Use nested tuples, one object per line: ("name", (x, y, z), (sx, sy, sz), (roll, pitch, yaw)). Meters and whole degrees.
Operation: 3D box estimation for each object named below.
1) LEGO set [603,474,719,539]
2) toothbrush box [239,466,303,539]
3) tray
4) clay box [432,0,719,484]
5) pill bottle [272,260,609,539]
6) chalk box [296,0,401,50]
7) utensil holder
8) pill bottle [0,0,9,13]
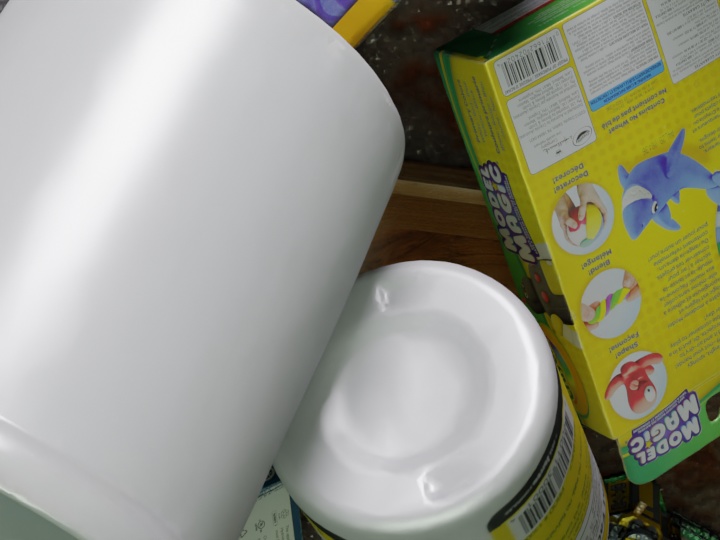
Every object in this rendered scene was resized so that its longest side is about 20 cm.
("LEGO set", (0.156, 0.201, 0.950), (0.199, 0.116, 0.154), (35, 115, -10))
("toothbrush box", (-0.107, 0.129, 0.904), (0.085, 0.199, 0.148), (-21, 118, -30))
("tray", (0.000, 0.000, 0.915), (0.198, 0.037, 0.099), (8, 110, 3))
("clay box", (0.116, -0.023, 0.857), (0.114, 0.048, 0.201), (-29, 114, -20))
("pill bottle", (0.040, 0.090, 0.844), (0.113, 0.115, 0.200), (-9, 150, 11))
("chalk box", (-0.032, -0.153, 0.800), (0.124, 0.125, 0.200), (41, 112, -13))
("utensil holder", (-0.092, 0.008, 0.724), (0.169, 0.201, 0.170), (22, 157, 10))
("pill bottle", (-0.183, -0.123, 0.791), (0.110, 0.111, 0.202), (9, 99, 3))
